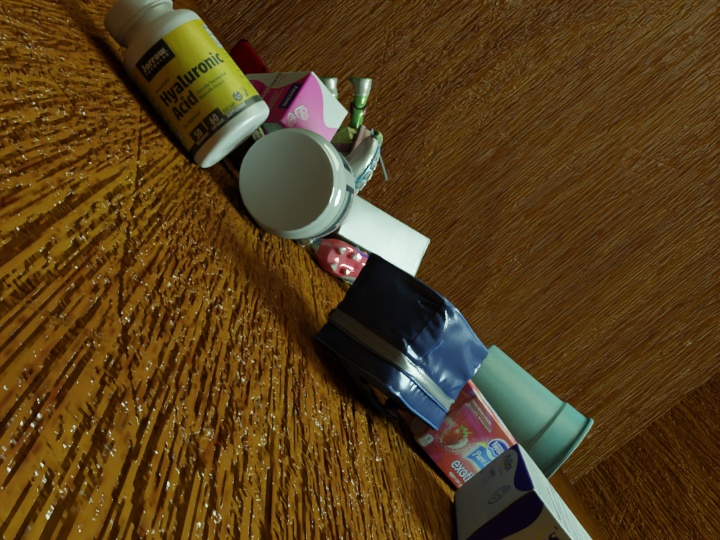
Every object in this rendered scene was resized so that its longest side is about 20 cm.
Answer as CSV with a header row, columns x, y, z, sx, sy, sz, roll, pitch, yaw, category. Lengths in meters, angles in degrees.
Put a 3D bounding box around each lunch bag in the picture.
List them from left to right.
x,y,z,sx,sy,sz,roll,pitch,yaw,category
0.046,0.093,0.922,0.135,0.133,0.200,32,-9,36,lunch bag

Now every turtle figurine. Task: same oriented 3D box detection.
x,y,z,sx,sy,sz,roll,pitch,yaw,category
-0.037,-0.240,1.440,0.200,0.141,0.198,-43,136,-69,turtle figurine

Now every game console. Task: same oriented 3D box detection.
x,y,z,sx,sy,sz,roll,pitch,yaw,category
-0.206,-0.350,1.690,0.201,0.118,0.172,53,6,2,game console

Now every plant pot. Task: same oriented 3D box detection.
x,y,z,sx,sy,sz,roll,pitch,yaw,category
0.230,0.239,1.299,0.196,0.200,0.200,45,4,13,plant pot

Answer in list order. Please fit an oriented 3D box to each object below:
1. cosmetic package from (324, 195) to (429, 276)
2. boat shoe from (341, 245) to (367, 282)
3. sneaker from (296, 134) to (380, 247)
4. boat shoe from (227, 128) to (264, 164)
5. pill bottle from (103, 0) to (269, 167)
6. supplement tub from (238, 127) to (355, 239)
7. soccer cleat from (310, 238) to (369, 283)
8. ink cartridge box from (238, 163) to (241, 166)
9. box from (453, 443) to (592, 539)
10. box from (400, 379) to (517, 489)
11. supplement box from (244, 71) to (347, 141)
x,y,z,sx,sy,sz,roll,pitch,yaw,category
0.018,-0.067,1.523,0.199,0.091,0.106,32,-11,-33,cosmetic package
-0.011,-0.011,1.462,0.072,0.062,0.200,57,8,32,boat shoe
-0.053,-0.132,1.222,0.086,0.200,0.075,39,9,-18,sneaker
-0.212,-0.218,1.119,0.202,0.075,0.075,45,20,-11,boat shoe
-0.208,-0.233,0.964,0.201,0.111,0.111,51,5,-4,pill bottle
-0.082,-0.114,1.098,0.141,0.140,0.200,52,5,2,supplement tub
0.000,0.000,1.356,0.199,0.067,0.076,29,3,-41,soccer cleat
-0.149,-0.163,1.279,0.200,0.059,0.104,48,5,-45,ink cartridge box
0.198,0.317,0.884,0.201,0.104,0.184,53,6,2,box
0.136,0.213,1.050,0.201,0.095,0.100,52,4,-34,box
-0.132,-0.254,1.343,0.198,0.102,0.103,13,-24,47,supplement box
